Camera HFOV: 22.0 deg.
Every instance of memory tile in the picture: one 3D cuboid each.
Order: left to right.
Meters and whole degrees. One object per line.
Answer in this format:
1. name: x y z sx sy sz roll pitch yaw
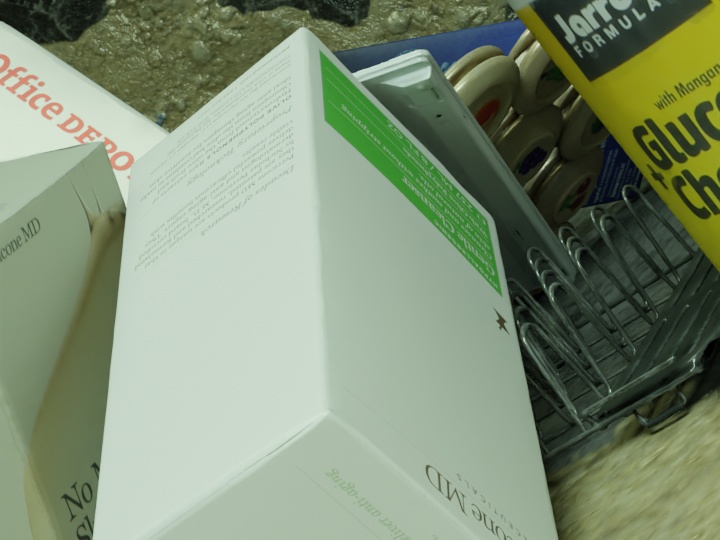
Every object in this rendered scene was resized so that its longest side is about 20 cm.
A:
1. memory tile: 0.062 -0.033 0.792 0.153 0.017 0.200 -31 -29 -36

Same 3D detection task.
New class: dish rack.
1. dish rack: 0.063 0.028 0.660 0.200 0.055 0.153 -35 9 37

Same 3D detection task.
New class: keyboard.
1. keyboard: 0.031 -0.027 0.696 0.056 0.011 0.200 -12 -26 17

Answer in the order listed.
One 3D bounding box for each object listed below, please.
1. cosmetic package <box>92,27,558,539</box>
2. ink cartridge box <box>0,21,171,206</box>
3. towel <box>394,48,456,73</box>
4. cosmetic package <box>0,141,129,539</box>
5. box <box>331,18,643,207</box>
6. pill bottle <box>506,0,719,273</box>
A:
1. cosmetic package: -0.011 0.030 0.548 0.085 0.108 0.200 -36 31 19
2. ink cartridge box: -0.152 0.034 0.738 0.200 0.145 0.147 -41 51 -17
3. towel: 0.000 0.000 0.813 0.112 0.049 0.200 -37 -25 -26
4. cosmetic package: -0.101 0.072 0.598 0.073 0.201 0.104 -8 21 23
5. box: 0.045 -0.062 0.855 0.199 0.032 0.121 -13 -34 -16
6. pill bottle: 0.103 -0.074 0.468 0.112 0.200 0.112 -39 6 5
